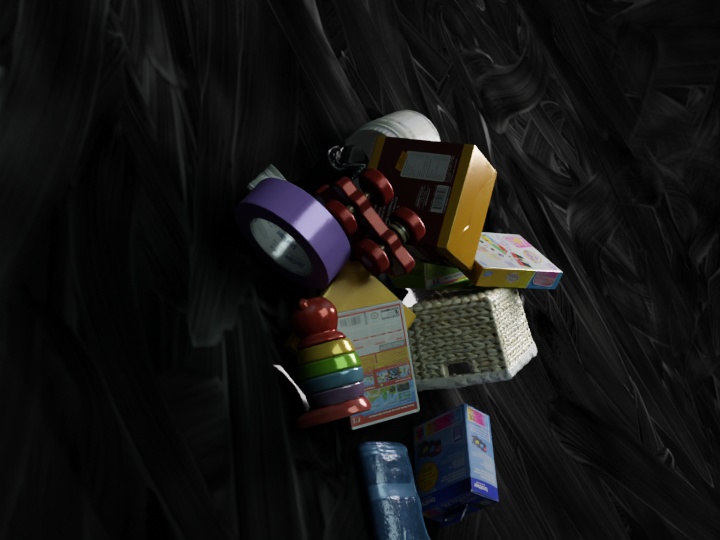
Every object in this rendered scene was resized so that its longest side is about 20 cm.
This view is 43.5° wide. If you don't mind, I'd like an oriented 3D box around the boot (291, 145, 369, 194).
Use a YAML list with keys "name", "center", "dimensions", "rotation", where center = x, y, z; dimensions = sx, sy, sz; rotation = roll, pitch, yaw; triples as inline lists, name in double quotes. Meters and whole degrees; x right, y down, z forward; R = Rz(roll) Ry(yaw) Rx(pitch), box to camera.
- name: "boot"
  center: [-0.038, -0.165, 1.716]
  dimensions: [0.200, 0.168, 0.077]
  rotation: [1, 62, -51]

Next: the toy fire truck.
- name: "toy fire truck"
  center: [0.007, -0.073, 1.541]
  dimensions: [0.112, 0.168, 0.200]
  rotation: [-42, 98, -18]

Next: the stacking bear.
- name: "stacking bear"
  center: [-0.059, 0.142, 1.469]
  dimensions: [0.121, 0.114, 0.200]
  rotation: [-8, 80, -51]

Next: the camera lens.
- name: "camera lens"
  center: [0.069, -0.249, 1.918]
  dimensions: [0.160, 0.160, 0.200]
  rotation: [57, 35, -1]

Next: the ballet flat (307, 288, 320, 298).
- name: "ballet flat"
  center: [-0.047, 0.065, 1.624]
  dimensions: [0.071, 0.069, 0.200]
  rotation: [-33, 90, -38]

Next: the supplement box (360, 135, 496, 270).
- name: "supplement box"
  center: [0.115, -0.124, 1.652]
  dimensions: [0.133, 0.200, 0.198]
  rotation: [33, 71, -59]

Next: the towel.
- name: "towel"
  center: [0.055, 0.385, 1.508]
  dimensions: [0.112, 0.049, 0.200]
  rotation: [15, 53, -43]

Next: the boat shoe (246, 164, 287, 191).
- name: "boat shoe"
  center: [-0.131, -0.100, 1.628]
  dimensions: [0.074, 0.065, 0.202]
  rotation: [46, -9, 49]

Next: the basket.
- name: "basket"
  center: [0.209, 0.121, 1.725]
  dimensions: [0.200, 0.198, 0.161]
  rotation: [-21, 99, -63]

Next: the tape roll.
- name: "tape roll"
  center: [-0.114, -0.060, 1.510]
  dimensions: [0.200, 0.200, 0.066]
  rotation: [46, 66, -15]

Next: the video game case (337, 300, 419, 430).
- name: "video game case"
  center: [0.026, 0.162, 1.566]
  dimensions: [0.143, 0.017, 0.201]
  rotation: [-10, 91, -30]

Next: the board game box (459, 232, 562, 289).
- name: "board game box"
  center: [0.267, -0.022, 1.741]
  dimensions: [0.200, 0.040, 0.153]
  rotation: [3, 29, -31]

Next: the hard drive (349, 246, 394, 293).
- name: "hard drive"
  center: [0.000, 0.000, 1.670]
  dimensions: [0.200, 0.042, 0.135]
  rotation: [51, 20, -25]

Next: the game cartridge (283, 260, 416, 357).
- name: "game cartridge"
  center: [-0.015, 0.105, 1.575]
  dimensions: [0.176, 0.032, 0.200]
  rotation: [43, 66, -20]

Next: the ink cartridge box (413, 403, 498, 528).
- name: "ink cartridge box"
  center: [0.166, 0.355, 1.587]
  dimensions: [0.076, 0.136, 0.200]
  rotation: [27, 44, -33]

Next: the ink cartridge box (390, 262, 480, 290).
- name: "ink cartridge box"
  center: [0.175, -0.010, 1.777]
  dimensions: [0.148, 0.200, 0.076]
  rotation: [-13, 100, -46]
